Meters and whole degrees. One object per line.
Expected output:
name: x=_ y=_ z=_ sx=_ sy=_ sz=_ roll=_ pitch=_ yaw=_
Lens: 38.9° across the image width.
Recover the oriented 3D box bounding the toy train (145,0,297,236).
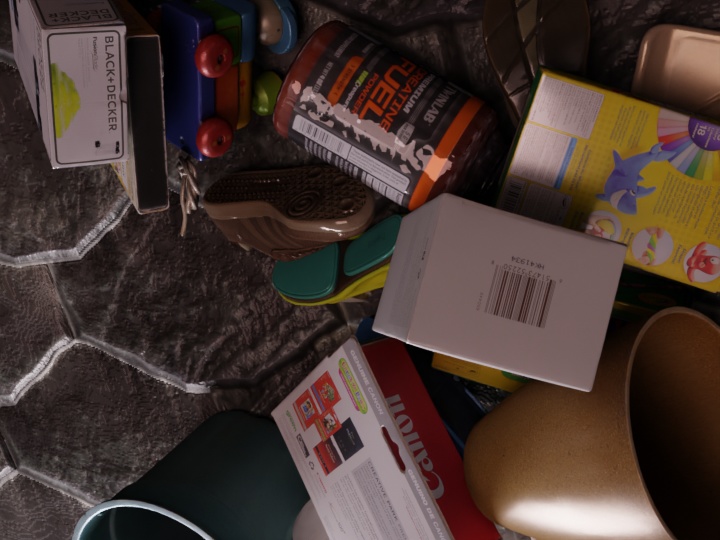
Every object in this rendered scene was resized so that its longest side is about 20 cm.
toy train: x=-0.112 y=-0.135 z=0.870 sx=0.085 sy=0.116 sz=0.201 roll=33 pitch=134 yaw=35

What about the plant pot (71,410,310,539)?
plant pot: x=-0.152 y=0.257 z=1.034 sx=0.200 sy=0.196 sz=0.201 roll=10 pitch=118 yaw=19

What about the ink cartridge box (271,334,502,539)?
ink cartridge box: x=0.027 y=0.167 z=0.878 sx=0.176 sy=0.084 sz=0.200 roll=-48 pitch=64 yaw=50

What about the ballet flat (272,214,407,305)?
ballet flat: x=0.000 y=0.000 z=0.906 sx=0.067 sy=0.067 sz=0.200 roll=24 pitch=154 yaw=-33

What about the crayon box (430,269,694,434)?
crayon box: x=0.168 y=0.051 z=0.871 sx=0.199 sy=0.058 sz=0.119 roll=16 pitch=121 yaw=15

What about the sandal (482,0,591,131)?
sandal: x=0.148 y=-0.143 z=0.780 sx=0.081 sy=0.055 sz=0.201 roll=-21 pitch=98 yaw=7

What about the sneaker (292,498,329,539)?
sneaker: x=0.022 y=0.213 z=1.018 sx=0.200 sy=0.088 sz=0.075 roll=-46 pitch=51 yaw=14

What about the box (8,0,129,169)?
box: x=-0.237 y=-0.181 z=0.813 sx=0.200 sy=0.060 sz=0.117 roll=-124 pitch=33 yaw=-45

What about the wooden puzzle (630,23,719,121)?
wooden puzzle: x=0.296 y=-0.082 z=0.765 sx=0.199 sy=0.037 sz=0.186 roll=12 pitch=119 yaw=13

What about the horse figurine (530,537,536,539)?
horse figurine: x=0.125 y=0.234 z=0.983 sx=0.133 sy=0.050 sz=0.200 roll=44 pitch=134 yaw=18

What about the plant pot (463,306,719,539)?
plant pot: x=0.181 y=0.143 z=0.786 sx=0.200 sy=0.186 sz=0.187 roll=-23 pitch=105 yaw=45

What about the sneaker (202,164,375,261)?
sneaker: x=-0.053 y=-0.046 z=0.901 sx=0.200 sy=0.070 sz=0.076 roll=11 pitch=143 yaw=44

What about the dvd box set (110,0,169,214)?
dvd box set: x=-0.203 y=-0.154 z=0.862 sx=0.029 sy=0.200 sz=0.147 roll=-10 pitch=120 yaw=-22

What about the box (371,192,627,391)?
box: x=0.088 y=0.016 z=0.721 sx=0.124 sy=0.200 sz=0.098 roll=15 pitch=87 yaw=-5

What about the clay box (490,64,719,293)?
clay box: x=0.206 y=-0.063 z=0.735 sx=0.199 sy=0.048 sz=0.115 roll=18 pitch=107 yaw=0

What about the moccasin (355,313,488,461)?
moccasin: x=0.070 y=0.122 z=0.940 sx=0.200 sy=0.068 sz=0.081 roll=55 pitch=141 yaw=17

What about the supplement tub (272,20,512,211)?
supplement tub: x=0.037 y=-0.110 z=0.817 sx=0.200 sy=0.107 sz=0.107 roll=30 pitch=124 yaw=6
